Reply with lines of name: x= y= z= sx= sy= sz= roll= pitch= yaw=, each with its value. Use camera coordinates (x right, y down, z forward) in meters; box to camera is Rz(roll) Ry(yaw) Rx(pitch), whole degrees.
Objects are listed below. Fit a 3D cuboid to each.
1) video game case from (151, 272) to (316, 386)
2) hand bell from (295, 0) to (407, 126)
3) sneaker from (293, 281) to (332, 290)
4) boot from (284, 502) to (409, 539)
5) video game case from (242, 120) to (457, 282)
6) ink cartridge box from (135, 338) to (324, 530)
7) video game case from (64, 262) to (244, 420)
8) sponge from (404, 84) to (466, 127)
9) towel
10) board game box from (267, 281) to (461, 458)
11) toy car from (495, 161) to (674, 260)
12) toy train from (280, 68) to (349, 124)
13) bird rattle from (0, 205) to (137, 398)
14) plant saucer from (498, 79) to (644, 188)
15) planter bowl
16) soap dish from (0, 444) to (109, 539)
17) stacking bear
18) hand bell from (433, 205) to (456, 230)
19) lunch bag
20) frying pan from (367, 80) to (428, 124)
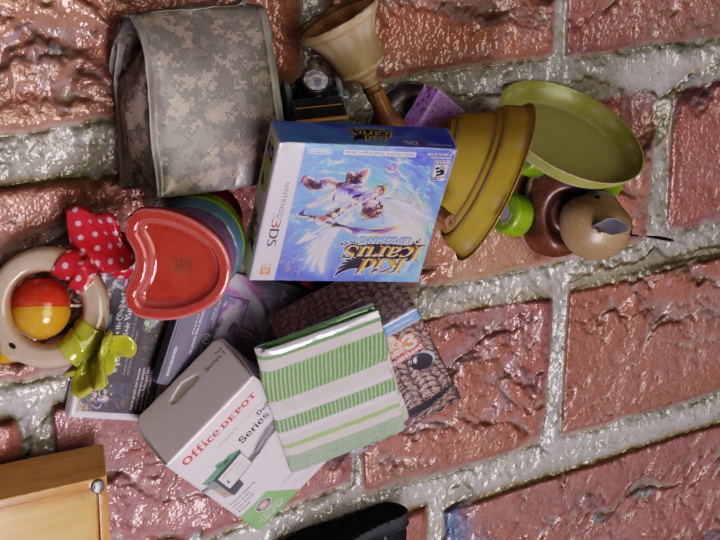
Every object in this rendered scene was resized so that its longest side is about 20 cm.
video game case: x=-0.141 y=0.075 z=1.767 sx=0.199 sy=0.019 sz=0.144 roll=14 pitch=96 yaw=-42
hand bell: x=0.018 y=-0.204 z=1.731 sx=0.104 sy=0.104 sz=0.201 roll=-37 pitch=112 yaw=-18
sneaker: x=0.000 y=0.000 z=1.820 sx=0.199 sy=0.084 sz=0.075 roll=-1 pitch=105 yaw=-33
boot: x=-0.013 y=0.405 z=1.941 sx=0.199 sy=0.076 sz=0.169 roll=-14 pitch=108 yaw=-36
video game case: x=-0.013 y=-0.070 z=1.619 sx=0.199 sy=0.046 sz=0.182 roll=1 pitch=129 yaw=-19
ink cartridge box: x=-0.141 y=0.192 z=1.753 sx=0.146 sy=0.084 sz=0.200 roll=-46 pitch=137 yaw=-1
video game case: x=-0.233 y=0.075 z=1.729 sx=0.181 sy=0.023 sz=0.201 roll=7 pitch=101 yaw=-35
sponge: x=0.114 y=-0.133 z=1.859 sx=0.200 sy=0.030 sz=0.112 roll=33 pitch=85 yaw=-46
towel: x=-0.030 y=0.134 z=1.701 sx=0.152 sy=0.023 sz=0.201 roll=-20 pitch=133 yaw=-6
board game box: x=0.008 y=0.104 z=1.788 sx=0.159 sy=0.097 sz=0.200 roll=-28 pitch=139 yaw=1
toy car: x=0.298 y=-0.077 z=1.920 sx=0.164 sy=0.200 sz=0.159 roll=13 pitch=97 yaw=-35
toy train: x=-0.054 y=-0.131 z=1.687 sx=0.085 sy=0.114 sz=0.200 roll=-5 pitch=148 yaw=-11
bird rattle: x=-0.315 y=0.033 z=1.606 sx=0.162 sy=0.113 sz=0.201 roll=-2 pitch=101 yaw=-4
plant saucer: x=0.258 y=-0.164 z=1.891 sx=0.199 sy=0.200 sz=0.031 roll=-2 pitch=136 yaw=-33
planter bowl: x=0.121 y=-0.119 z=1.760 sx=0.083 sy=0.200 sz=0.201 roll=23 pitch=91 yaw=-9
soap dish: x=-0.367 y=0.289 z=1.671 sx=0.199 sy=0.081 sz=0.158 roll=-9 pitch=110 yaw=-30
stacking bear: x=-0.177 y=-0.037 z=1.637 sx=0.113 sy=0.200 sz=0.122 roll=5 pitch=111 yaw=3
hand bell: x=0.039 y=-0.073 z=1.746 sx=0.104 sy=0.200 sz=0.105 roll=-11 pitch=109 yaw=-35
lunch bag: x=-0.176 y=-0.188 z=1.624 sx=0.163 sy=0.117 sz=0.201 roll=-10 pitch=105 yaw=-30
frying pan: x=0.078 y=-0.144 z=1.864 sx=0.115 sy=0.031 sz=0.190 roll=-40 pitch=119 yaw=-15
